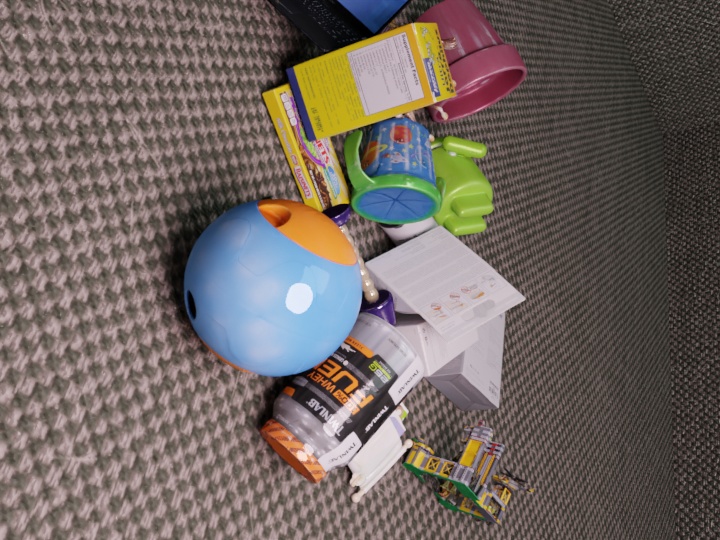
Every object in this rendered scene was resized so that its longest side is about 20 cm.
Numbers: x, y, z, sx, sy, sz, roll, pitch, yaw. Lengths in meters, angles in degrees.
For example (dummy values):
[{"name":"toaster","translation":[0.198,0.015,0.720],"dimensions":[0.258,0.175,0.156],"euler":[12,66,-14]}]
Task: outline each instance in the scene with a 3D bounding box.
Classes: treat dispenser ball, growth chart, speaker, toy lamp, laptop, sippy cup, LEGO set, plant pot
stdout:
[{"name":"treat dispenser ball","translation":[-0.098,0.019,0.900],"dimensions":[0.201,0.201,0.201],"euler":[23,61,-53]},{"name":"growth chart","translation":[0.012,0.211,1.117],"dimensions":[0.145,0.018,0.200],"euler":[-36,120,-28]},{"name":"speaker","translation":[0.112,-0.038,1.362],"dimensions":[0.200,0.081,0.081],"euler":[50,42,-38]},{"name":"toy lamp","translation":[0.000,0.000,1.157],"dimensions":[0.058,0.058,0.200],"euler":[-53,127,-50]},{"name":"laptop","translation":[-0.040,-0.416,1.141],"dimensions":[0.177,0.103,0.200],"euler":[44,34,9]},{"name":"sippy cup","translation":[0.056,-0.156,1.218],"dimensions":[0.178,0.139,0.131],"euler":[65,27,-66]},{"name":"LEGO set","translation":[0.174,0.313,1.287],"dimensions":[0.200,0.154,0.116],"euler":[47,61,-30]},{"name":"plant pot","translation":[0.189,-0.407,1.510],"dimensions":[0.200,0.200,0.179],"euler":[-13,76,-58]}]

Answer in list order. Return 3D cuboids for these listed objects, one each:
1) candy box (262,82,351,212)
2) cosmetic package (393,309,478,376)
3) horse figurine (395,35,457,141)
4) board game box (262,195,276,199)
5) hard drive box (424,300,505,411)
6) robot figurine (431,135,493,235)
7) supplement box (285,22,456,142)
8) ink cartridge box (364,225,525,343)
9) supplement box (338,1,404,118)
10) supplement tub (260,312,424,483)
[{"name":"candy box","translation":[-0.074,-0.177,1.161],"dimensions":[0.102,0.026,0.200],"euler":[-47,120,-57]},{"name":"cosmetic package","translation":[0.100,0.105,1.277],"dimensions":[0.200,0.107,0.085],"euler":[-19,98,-56]},{"name":"horse figurine","translation":[0.092,-0.303,1.265],"dimensions":[0.132,0.050,0.200],"euler":[30,66,-30]},{"name":"board game box","translation":[-0.079,-0.007,1.106],"dimensions":[0.200,0.023,0.105],"euler":[41,50,-45]},{"name":"hard drive box","translation":[0.194,0.132,1.443],"dimensions":[0.156,0.077,0.200],"euler":[45,46,-43]},{"name":"robot figurine","translation":[0.153,-0.151,1.390],"dimensions":[0.116,0.176,0.200],"euler":[-11,50,-22]},{"name":"supplement box","translation":[0.017,-0.265,1.120],"dimensions":[0.110,0.200,0.109],"euler":[-38,113,-62]},{"name":"ink cartridge box","translation":[0.125,0.028,1.217],"dimensions":[0.160,0.200,0.047],"euler":[-26,142,-27]},{"name":"supplement box","translation":[0.015,-0.354,1.297],"dimensions":[0.200,0.086,0.110],"euler":[57,40,-31]},{"name":"supplement tub","translation":[-0.023,0.160,0.998],"dimensions":[0.200,0.122,0.123],"euler":[-47,124,-21]}]
